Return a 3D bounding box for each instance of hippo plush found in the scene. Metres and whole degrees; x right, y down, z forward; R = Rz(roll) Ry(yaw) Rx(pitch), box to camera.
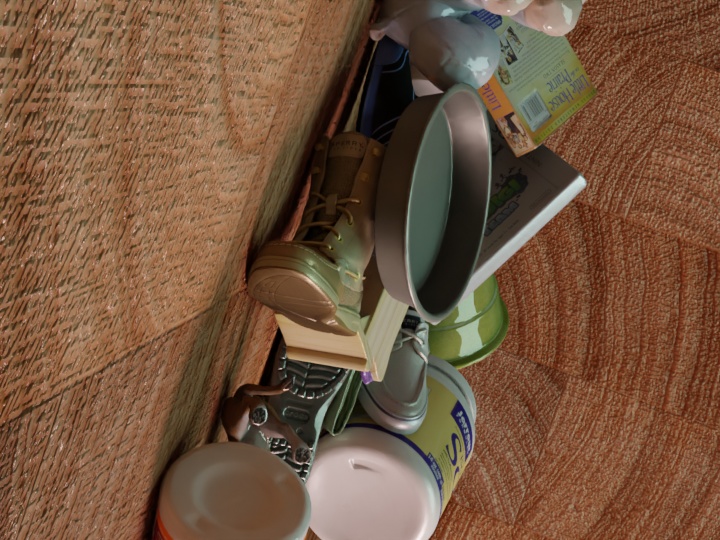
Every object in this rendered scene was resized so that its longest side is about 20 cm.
[{"bbox_3d":[0.075,-0.236,1.455,0.161,0.200,0.159,-44,167,28],"label":"hippo plush"}]

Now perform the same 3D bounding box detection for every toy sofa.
[{"bbox_3d":[0.000,0.000,1.595,0.098,0.082,0.201,72,33,-50],"label":"toy sofa"}]

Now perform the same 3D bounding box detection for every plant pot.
[{"bbox_3d":[0.067,-0.023,1.888,0.200,0.199,0.191,-63,159,-50],"label":"plant pot"}]

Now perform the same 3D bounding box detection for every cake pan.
[{"bbox_3d":[0.061,-0.058,1.455,0.200,0.037,0.202,9,90,-68],"label":"cake pan"}]

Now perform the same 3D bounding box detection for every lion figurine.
[{"bbox_3d":[-0.092,0.164,1.432,0.122,0.072,0.201,34,-66,61],"label":"lion figurine"}]

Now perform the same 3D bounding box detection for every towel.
[{"bbox_3d":[-0.021,0.075,1.724,0.200,0.023,0.153,-161,-88,-74],"label":"towel"}]

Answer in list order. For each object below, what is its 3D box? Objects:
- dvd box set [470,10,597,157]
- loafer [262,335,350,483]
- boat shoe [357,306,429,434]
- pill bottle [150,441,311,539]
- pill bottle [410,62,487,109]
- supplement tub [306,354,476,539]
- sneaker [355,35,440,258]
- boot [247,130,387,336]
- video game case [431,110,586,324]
[{"bbox_3d":[0.141,-0.224,1.669,0.029,0.201,0.146,-25,-169,41],"label":"dvd box set"},{"bbox_3d":[-0.062,0.111,1.634,0.201,0.075,0.070,-69,-163,-4],"label":"loafer"},{"bbox_3d":[0.036,0.070,1.695,0.201,0.071,0.070,-93,-158,-51],"label":"boat shoe"},{"bbox_3d":[-0.109,0.237,1.322,0.114,0.114,0.201,-63,171,-50],"label":"pill bottle"},{"bbox_3d":[0.097,-0.221,1.731,0.112,0.112,0.201,103,8,-50],"label":"pill bottle"},{"bbox_3d":[0.032,0.181,1.739,0.200,0.145,0.146,-53,163,-58],"label":"supplement tub"},{"bbox_3d":[0.033,-0.108,1.536,0.070,0.077,0.201,145,-46,-83],"label":"sneaker"},{"bbox_3d":[-0.027,-0.039,1.381,0.200,0.072,0.156,43,59,-70],"label":"boot"},{"bbox_3d":[0.095,-0.062,1.694,0.200,0.182,0.024,-43,133,-2],"label":"video game case"}]
